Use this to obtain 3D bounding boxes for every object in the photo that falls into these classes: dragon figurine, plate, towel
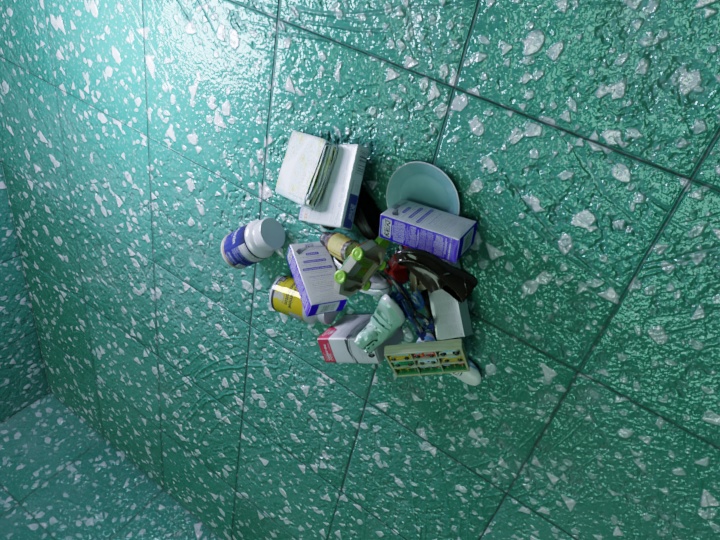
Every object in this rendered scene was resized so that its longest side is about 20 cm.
[{"bbox_3d":[0.115,0.076,1.314,0.099,0.059,0.202,21,143,54],"label":"dragon figurine"},{"bbox_3d":[0.152,-0.166,1.315,0.197,0.026,0.204,17,123,27],"label":"plate"},{"bbox_3d":[-0.142,-0.257,1.386,0.199,0.048,0.174,30,102,50],"label":"towel"}]

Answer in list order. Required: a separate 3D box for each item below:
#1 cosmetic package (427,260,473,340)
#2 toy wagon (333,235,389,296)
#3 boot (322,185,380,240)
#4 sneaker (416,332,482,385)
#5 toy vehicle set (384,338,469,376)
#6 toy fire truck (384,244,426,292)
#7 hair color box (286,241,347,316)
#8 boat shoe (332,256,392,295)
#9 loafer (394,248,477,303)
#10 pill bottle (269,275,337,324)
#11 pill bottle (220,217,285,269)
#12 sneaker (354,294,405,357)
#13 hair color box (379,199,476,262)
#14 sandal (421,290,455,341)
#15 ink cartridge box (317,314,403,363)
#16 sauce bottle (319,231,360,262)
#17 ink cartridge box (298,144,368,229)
[{"bbox_3d":[0.214,0.063,1.334,0.082,0.050,0.204,-14,84,42],"label":"cosmetic package"},{"bbox_3d":[0.015,-0.021,1.351,0.039,0.155,0.201,41,99,25],"label":"toy wagon"},{"bbox_3d":[-0.037,-0.140,1.422,0.157,0.079,0.214,-39,75,37],"label":"boot"},{"bbox_3d":[0.232,0.246,1.450,0.198,0.072,0.073,35,128,14],"label":"sneaker"},{"bbox_3d":[0.169,0.223,1.377,0.196,0.027,0.125,-8,141,19],"label":"toy vehicle set"},{"bbox_3d":[0.132,0.002,1.344,0.201,0.048,0.143,-55,50,54],"label":"toy fire truck"},{"bbox_3d":[-0.123,0.020,1.498,0.203,0.107,0.065,68,151,27],"label":"hair color box"},{"bbox_3d":[0.002,-0.002,1.487,0.200,0.074,0.088,23,124,36],"label":"boat shoe"},{"bbox_3d":[0.162,0.013,1.193,0.197,0.073,0.073,23,168,-5],"label":"loafer"},{"bbox_3d":[-0.167,0.093,1.628,0.197,0.112,0.114,16,123,28],"label":"pill bottle"},{"bbox_3d":[-0.323,-0.084,1.643,0.198,0.115,0.117,-20,102,40],"label":"pill bottle"},{"bbox_3d":[0.042,0.142,1.327,0.074,0.118,0.202,44,159,21],"label":"sneaker"},{"bbox_3d":[0.154,-0.094,1.252,0.197,0.109,0.066,22,126,24],"label":"hair color box"},{"bbox_3d":[0.199,0.096,1.404,0.079,0.057,0.204,-23,82,5],"label":"sandal"},{"bbox_3d":[0.002,0.191,1.536,0.197,0.145,0.085,-5,111,37],"label":"ink cartridge box"},{"bbox_3d":[-0.056,-0.067,1.444,0.199,0.064,0.066,32,138,59],"label":"sauce bottle"},{"bbox_3d":[-0.070,-0.209,1.350,0.199,0.043,0.201,15,93,53],"label":"ink cartridge box"}]
